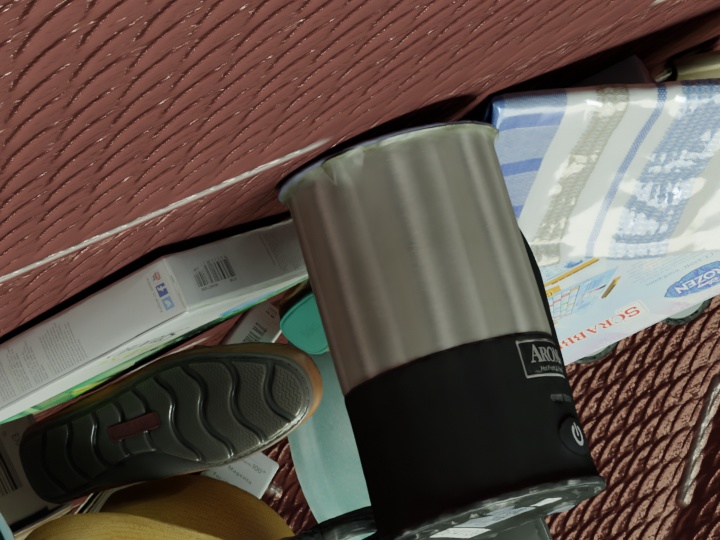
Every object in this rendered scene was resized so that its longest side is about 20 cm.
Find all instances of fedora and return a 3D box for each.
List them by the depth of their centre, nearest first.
[{"bbox_3d":[-0.099,0.177,1.637,0.200,0.200,0.082,-29,-147,41],"label":"fedora"}]

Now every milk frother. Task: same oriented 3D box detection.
[{"bbox_3d":[0.005,0.053,1.406,0.199,0.189,0.181,-18,167,7],"label":"milk frother"}]

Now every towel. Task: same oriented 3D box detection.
[{"bbox_3d":[0.144,-0.049,1.491,0.199,0.024,0.147,-4,145,-19],"label":"towel"}]

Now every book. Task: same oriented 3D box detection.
[{"bbox_3d":[-0.113,0.103,1.805,0.134,0.048,0.200,-52,-179,20],"label":"book"}]

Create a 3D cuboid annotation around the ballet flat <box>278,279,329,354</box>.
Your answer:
[{"bbox_3d":[0.000,0.000,1.760,0.063,0.069,0.200,-53,-170,-23],"label":"ballet flat"}]

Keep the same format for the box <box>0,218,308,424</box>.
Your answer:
[{"bbox_3d":[-0.126,0.031,1.517,0.199,0.037,0.144,-26,176,35],"label":"box"}]

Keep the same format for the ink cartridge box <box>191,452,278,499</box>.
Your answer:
[{"bbox_3d":[-0.113,0.170,1.817,0.200,0.043,0.174,-51,-176,41],"label":"ink cartridge box"}]

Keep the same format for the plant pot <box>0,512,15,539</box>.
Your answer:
[{"bbox_3d":[-0.266,0.154,1.316,0.199,0.201,0.188,-23,-171,-12],"label":"plant pot"}]

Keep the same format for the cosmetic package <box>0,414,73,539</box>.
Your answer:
[{"bbox_3d":[-0.245,0.140,1.791,0.103,0.088,0.200,-26,176,-8],"label":"cosmetic package"}]

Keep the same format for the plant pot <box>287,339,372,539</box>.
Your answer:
[{"bbox_3d":[0.051,0.097,1.979,0.133,0.202,0.200,-12,-179,26],"label":"plant pot"}]

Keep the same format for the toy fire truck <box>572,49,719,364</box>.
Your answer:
[{"bbox_3d":[0.167,-0.059,1.693,0.175,0.201,0.129,-21,-144,-13],"label":"toy fire truck"}]

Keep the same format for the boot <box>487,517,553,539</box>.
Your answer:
[{"bbox_3d":[0.082,0.101,1.748,0.069,0.201,0.174,-31,179,22],"label":"boot"}]

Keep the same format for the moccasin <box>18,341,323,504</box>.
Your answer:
[{"bbox_3d":[-0.101,0.085,1.602,0.201,0.074,0.078,-27,180,34],"label":"moccasin"}]

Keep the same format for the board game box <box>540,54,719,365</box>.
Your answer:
[{"bbox_3d":[0.108,-0.017,1.586,0.199,0.041,0.200,-25,144,14],"label":"board game box"}]
